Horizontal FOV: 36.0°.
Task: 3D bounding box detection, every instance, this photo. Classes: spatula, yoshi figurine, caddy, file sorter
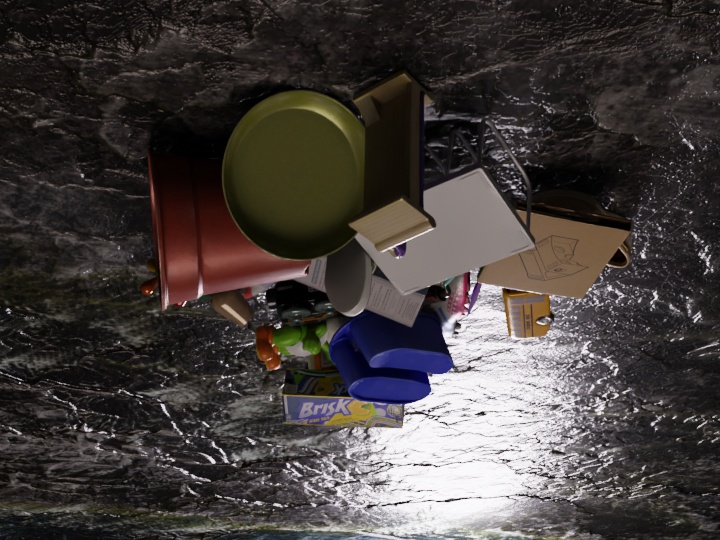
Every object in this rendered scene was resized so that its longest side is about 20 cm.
[{"bbox_3d":[0.203,-0.004,1.677,0.020,0.057,0.201,32,138,2],"label":"spatula"},{"bbox_3d":[-0.062,0.121,1.776,0.197,0.113,0.113,-14,118,4],"label":"yoshi figurine"},{"bbox_3d":[0.046,0.125,1.707,0.198,0.106,0.142,11,132,-36],"label":"caddy"},{"bbox_3d":[0.106,-0.086,1.416,0.198,0.126,0.139,-21,128,30],"label":"file sorter"}]

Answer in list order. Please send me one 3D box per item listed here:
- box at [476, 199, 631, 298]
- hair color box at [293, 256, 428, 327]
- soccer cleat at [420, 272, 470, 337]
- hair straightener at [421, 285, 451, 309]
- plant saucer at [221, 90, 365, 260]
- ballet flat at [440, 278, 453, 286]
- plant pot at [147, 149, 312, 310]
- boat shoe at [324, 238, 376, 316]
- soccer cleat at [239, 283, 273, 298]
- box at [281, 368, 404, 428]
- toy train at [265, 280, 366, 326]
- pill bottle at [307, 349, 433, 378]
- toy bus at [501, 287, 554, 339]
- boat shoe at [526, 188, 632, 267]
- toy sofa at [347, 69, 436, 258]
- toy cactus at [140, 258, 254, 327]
[{"bbox_3d":[0.263,-0.025,1.532,0.161,0.022,0.201,10,150,-5],"label":"box"},{"bbox_3d":[0.000,0.000,1.583,0.197,0.061,0.099,21,149,2],"label":"hair color box"},{"bbox_3d":[0.124,0.048,1.736,0.085,0.071,0.201,6,149,-1],"label":"soccer cleat"},{"bbox_3d":[0.095,0.017,1.674,0.040,0.078,0.200,21,163,-16],"label":"hair straightener"},{"bbox_3d":[-0.075,-0.114,1.341,0.197,0.204,0.031,10,180,-21],"label":"plant saucer"},{"bbox_3d":[0.142,-0.034,1.570,0.068,0.068,0.199,-48,168,24],"label":"ballet flat"},{"bbox_3d":[-0.167,-0.058,1.420,0.192,0.204,0.202,-5,152,-12],"label":"plant pot"},{"bbox_3d":[-0.006,-0.022,1.467,0.070,0.202,0.063,-29,138,28],"label":"boat shoe"},{"bbox_3d":[-0.136,-0.018,1.618,0.072,0.069,0.200,-7,156,-36],"label":"soccer cleat"},{"bbox_3d":[-0.027,0.208,1.807,0.196,0.065,0.071,2,127,6],"label":"box"},{"bbox_3d":[-0.044,0.035,1.698,0.197,0.087,0.114,-10,164,8],"label":"toy train"},{"bbox_3d":[0.018,0.150,1.867,0.197,0.111,0.110,-10,150,14],"label":"pill bottle"},{"bbox_3d":[0.260,0.035,1.726,0.077,0.066,0.201,-5,151,9],"label":"toy bus"},{"bbox_3d":[0.314,-0.056,1.562,0.198,0.070,0.074,17,146,-31],"label":"boat shoe"},{"bbox_3d":[0.047,-0.122,1.293,0.082,0.203,0.097,-23,139,33],"label":"toy sofa"},{"bbox_3d":[-0.224,0.020,1.595,0.165,0.103,0.200,43,142,-9],"label":"toy cactus"}]
